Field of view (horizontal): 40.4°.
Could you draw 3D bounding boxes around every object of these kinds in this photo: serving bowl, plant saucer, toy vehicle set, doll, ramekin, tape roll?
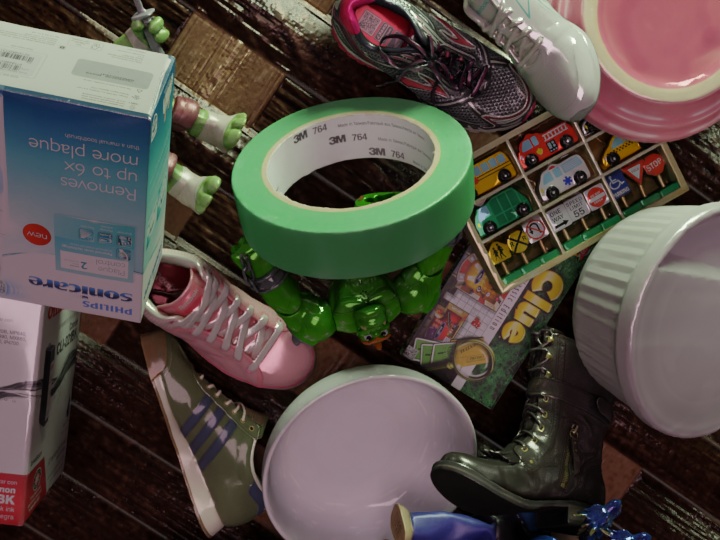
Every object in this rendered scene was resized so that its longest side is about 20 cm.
[{"bbox_3d":[0.003,0.167,0.898,0.199,0.066,0.201,-6,115,-13],"label":"serving bowl"},{"bbox_3d":[0.260,-0.215,0.856,0.199,0.051,0.202,0,85,-5],"label":"plant saucer"},{"bbox_3d":[0.182,-0.080,0.884,0.199,0.027,0.125,-29,93,-6],"label":"toy vehicle set"},{"bbox_3d":[0.123,0.252,0.909,0.199,0.048,0.137,7,113,-20],"label":"doll"},{"bbox_3d":[0.276,0.035,0.855,0.202,0.094,0.203,-8,107,-28],"label":"ramekin"},{"bbox_3d":[-0.005,-0.074,0.814,0.199,0.201,0.048,-8,129,0],"label":"tape roll"}]

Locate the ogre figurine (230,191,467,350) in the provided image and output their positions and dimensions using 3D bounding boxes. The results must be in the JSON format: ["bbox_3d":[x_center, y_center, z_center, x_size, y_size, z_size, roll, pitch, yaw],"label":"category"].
[{"bbox_3d":[0.000,0.000,0.858,0.199,0.098,0.120,-27,126,-21],"label":"ogre figurine"}]

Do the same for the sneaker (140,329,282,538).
[{"bbox_3d":[-0.132,0.140,0.909,0.089,0.067,0.201,-18,98,-7],"label":"sneaker"}]

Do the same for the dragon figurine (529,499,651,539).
[{"bbox_3d":[0.162,0.264,0.829,0.200,0.059,0.099,-34,129,19],"label":"dragon figurine"}]

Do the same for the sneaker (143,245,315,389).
[{"bbox_3d":[-0.127,0.045,0.870,0.200,0.105,0.076,35,85,-5],"label":"sneaker"}]

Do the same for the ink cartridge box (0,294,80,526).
[{"bbox_3d":[-0.305,0.098,0.854,0.083,0.144,0.201,7,98,-4],"label":"ink cartridge box"}]

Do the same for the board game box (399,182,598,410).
[{"bbox_3d":[0.132,0.020,0.917,0.104,0.023,0.201,30,96,-7],"label":"board game box"}]

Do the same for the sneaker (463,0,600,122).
[{"bbox_3d":[0.130,-0.209,0.828,0.080,0.070,0.201,-13,70,-40],"label":"sneaker"}]

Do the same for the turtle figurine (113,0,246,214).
[{"bbox_3d":[-0.191,-0.141,0.815,0.193,0.144,0.200,26,127,-18],"label":"turtle figurine"}]

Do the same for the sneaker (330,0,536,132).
[{"bbox_3d":[0.063,-0.181,0.862,0.199,0.075,0.081,24,96,-5],"label":"sneaker"}]

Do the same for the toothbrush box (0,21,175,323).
[{"bbox_3d":[-0.222,-0.068,0.729,0.146,0.086,0.201,11,133,-5],"label":"toothbrush box"}]

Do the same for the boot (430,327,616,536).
[{"bbox_3d":[0.153,0.133,0.869,0.199,0.069,0.175,22,64,-27],"label":"boot"}]
